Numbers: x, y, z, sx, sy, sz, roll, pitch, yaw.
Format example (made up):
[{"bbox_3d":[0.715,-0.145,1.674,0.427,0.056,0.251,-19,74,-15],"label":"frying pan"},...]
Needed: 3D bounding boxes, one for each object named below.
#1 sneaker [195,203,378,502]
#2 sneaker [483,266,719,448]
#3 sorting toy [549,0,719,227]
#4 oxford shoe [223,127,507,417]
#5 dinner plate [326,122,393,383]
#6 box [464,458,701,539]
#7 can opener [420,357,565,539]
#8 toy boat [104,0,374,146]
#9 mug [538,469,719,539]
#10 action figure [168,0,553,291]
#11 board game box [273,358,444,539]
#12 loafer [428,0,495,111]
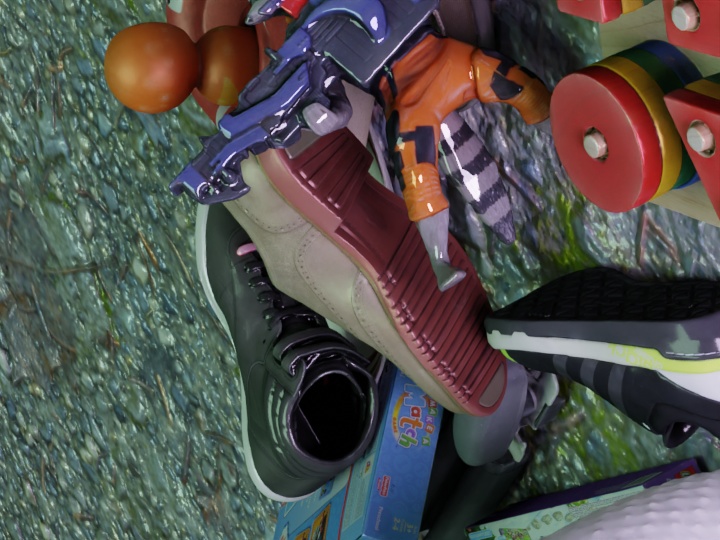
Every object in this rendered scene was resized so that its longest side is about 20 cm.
[{"bbox_3d":[-0.036,0.027,1.560,0.099,0.070,0.201,-16,84,65],"label":"sneaker"},{"bbox_3d":[0.133,0.052,1.395,0.200,0.072,0.083,8,120,59],"label":"sneaker"},{"bbox_3d":[0.154,-0.096,1.247,0.200,0.069,0.199,24,131,52],"label":"sorting toy"},{"bbox_3d":[0.000,0.000,1.457,0.075,0.070,0.200,-25,108,40],"label":"oxford shoe"},{"bbox_3d":[-0.013,-0.018,1.606,0.200,0.024,0.201,175,90,-69],"label":"dinner plate"},{"bbox_3d":[0.142,0.182,1.510,0.200,0.039,0.137,-23,91,62],"label":"box"},{"bbox_3d":[0.056,0.102,1.570,0.053,0.067,0.200,54,143,23],"label":"can opener"},{"bbox_3d":[-0.075,-0.112,1.530,0.200,0.130,0.131,-116,31,-55],"label":"toy boat"},{"bbox_3d":[0.149,0.174,1.332,0.200,0.175,0.148,-27,87,56],"label":"mug"},{"bbox_3d":[0.002,-0.080,1.388,0.194,0.200,0.105,50,178,4],"label":"action figure"},{"bbox_3d":[-0.003,0.115,1.623,0.200,0.036,0.152,134,151,-61],"label":"board game box"},{"bbox_3d":[0.003,-0.169,1.454,0.201,0.071,0.073,65,152,3],"label":"loafer"}]
